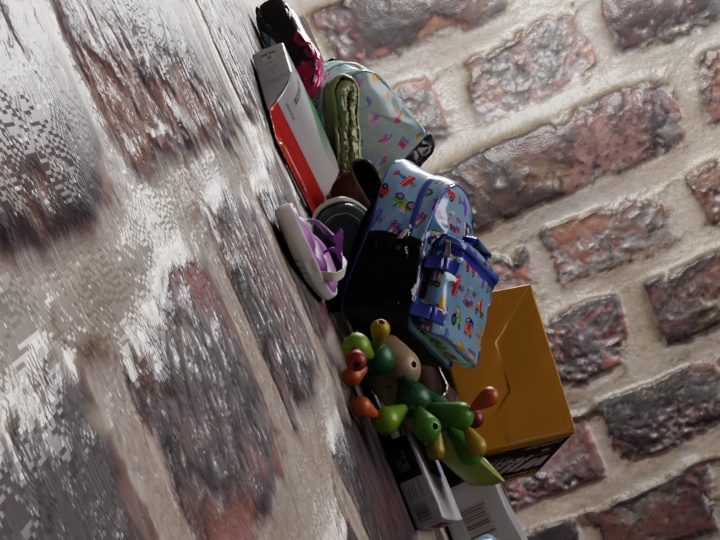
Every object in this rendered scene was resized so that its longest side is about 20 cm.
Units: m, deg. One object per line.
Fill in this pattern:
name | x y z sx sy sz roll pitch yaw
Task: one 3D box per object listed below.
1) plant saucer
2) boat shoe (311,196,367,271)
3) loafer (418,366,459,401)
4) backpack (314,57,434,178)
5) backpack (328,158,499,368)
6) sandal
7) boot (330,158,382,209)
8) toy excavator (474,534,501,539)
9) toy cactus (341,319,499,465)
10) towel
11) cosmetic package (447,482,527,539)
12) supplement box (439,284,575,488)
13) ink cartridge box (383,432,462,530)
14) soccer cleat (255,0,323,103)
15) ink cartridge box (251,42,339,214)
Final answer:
plant saucer | 0.071 0.164 1.693 0.200 0.031 0.200 44 1 -1
boat shoe | 0.000 0.000 1.767 0.200 0.073 0.062 70 -3 -46
loafer | 0.058 0.125 1.919 0.071 0.073 0.200 60 -3 -28
backpack | 0.000 -0.203 2.206 0.200 0.167 0.127 50 -16 -25
backpack | 0.071 -0.011 1.707 0.183 0.134 0.200 49 54 -59
sandal | -0.037 -0.020 1.554 0.203 0.050 0.083 46 22 -79
boot | 0.017 -0.024 1.856 0.166 0.072 0.200 133 -64 -79
toy excavator | 0.116 0.309 1.546 0.195 0.100 0.200 66 -4 -36
toy cactus | 0.048 0.105 1.539 0.200 0.102 0.165 31 14 -26
towel | -0.021 -0.151 2.058 0.148 0.036 0.200 -156 -119 -82
cosmetic package | 0.167 0.342 1.995 0.200 0.081 0.113 57 9 -62
supplement box | 0.159 0.154 2.014 0.200 0.133 0.197 111 -33 -67
ink cartridge box | 0.069 0.227 1.697 0.200 0.037 0.095 39 28 -76
soccer cleat | -0.086 -0.286 2.159 0.086 0.070 0.200 57 10 -54
ink cartridge box | -0.068 -0.157 1.904 0.200 0.050 0.161 -111 176 -51
